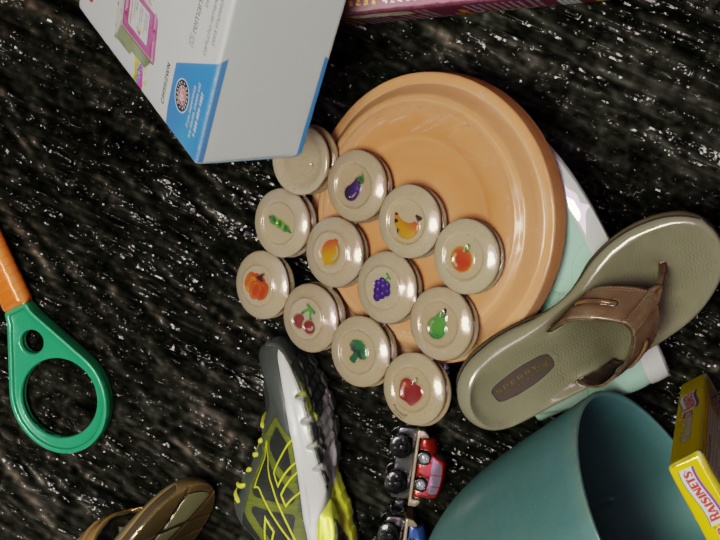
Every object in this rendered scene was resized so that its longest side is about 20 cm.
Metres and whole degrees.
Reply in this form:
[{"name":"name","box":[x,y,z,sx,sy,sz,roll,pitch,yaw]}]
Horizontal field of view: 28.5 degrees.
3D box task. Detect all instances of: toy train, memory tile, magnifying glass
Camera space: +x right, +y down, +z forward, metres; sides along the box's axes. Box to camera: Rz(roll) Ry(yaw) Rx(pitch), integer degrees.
[{"name":"toy train","box":[0.041,0.144,1.032,0.046,0.034,0.201,8,99,-1]},{"name":"memory tile","box":[0.000,0.000,0.974,0.200,0.017,0.154,33,112,30]},{"name":"magnifying glass","box":[-0.255,0.047,1.094,0.079,0.022,0.200,-24,94,15]}]

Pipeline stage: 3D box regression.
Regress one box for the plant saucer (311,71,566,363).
[{"name":"plant saucer","box":[0.045,-0.035,0.967,0.200,0.032,0.201,3,95,35]}]

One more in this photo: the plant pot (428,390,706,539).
[{"name":"plant pot","box":[0.137,0.204,0.940,0.161,0.201,0.201,-31,90,28]}]

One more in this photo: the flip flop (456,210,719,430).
[{"name":"flip flop","box":[0.150,0.040,0.905,0.200,0.058,0.081,-34,111,5]}]

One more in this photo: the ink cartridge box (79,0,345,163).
[{"name":"ink cartridge box","box":[-0.102,-0.185,0.923,0.200,0.084,0.145,52,137,38]}]

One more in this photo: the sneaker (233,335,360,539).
[{"name":"sneaker","box":[-0.058,0.149,1.033,0.084,0.074,0.201,-9,96,15]}]

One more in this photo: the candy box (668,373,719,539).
[{"name":"candy box","box":[0.233,0.135,0.898,0.026,0.200,0.102,-31,90,17]}]

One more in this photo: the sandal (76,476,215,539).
[{"name":"sandal","box":[-0.193,0.221,1.083,0.200,0.080,0.054,-47,65,19]}]

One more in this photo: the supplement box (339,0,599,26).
[{"name":"supplement box","box":[0.064,-0.214,0.934,0.199,0.110,0.086,-3,97,13]}]

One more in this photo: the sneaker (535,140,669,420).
[{"name":"sneaker","box":[0.118,0.007,0.969,0.118,0.074,0.201,-25,94,9]}]
